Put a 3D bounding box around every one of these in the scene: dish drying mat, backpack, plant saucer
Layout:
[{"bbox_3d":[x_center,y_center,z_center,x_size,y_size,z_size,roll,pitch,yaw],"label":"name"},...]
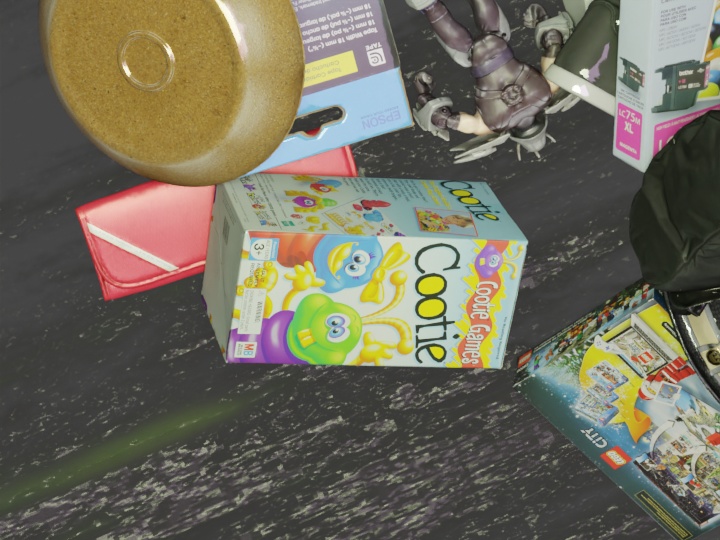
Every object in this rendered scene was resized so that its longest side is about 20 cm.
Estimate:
[{"bbox_3d":[-0.097,-0.041,1.421,0.200,0.018,0.077,-18,108,-6],"label":"dish drying mat"},{"bbox_3d":[0.294,-0.054,1.316,0.200,0.167,0.127,-4,70,-26],"label":"backpack"},{"bbox_3d":[-0.134,-0.143,1.319,0.200,0.035,0.200,10,117,20],"label":"plant saucer"}]

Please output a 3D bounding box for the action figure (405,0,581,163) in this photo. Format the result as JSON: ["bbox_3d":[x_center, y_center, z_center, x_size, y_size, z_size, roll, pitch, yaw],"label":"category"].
[{"bbox_3d":[0.085,-0.161,1.402,0.130,0.069,0.200,-35,114,-8],"label":"action figure"}]

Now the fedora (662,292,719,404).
[{"bbox_3d":[0.306,0.020,1.433,0.201,0.201,0.092,43,135,-19],"label":"fedora"}]

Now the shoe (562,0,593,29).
[{"bbox_3d":[0.179,-0.264,1.388,0.091,0.071,0.200,-14,108,-9],"label":"shoe"}]

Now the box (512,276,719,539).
[{"bbox_3d":[0.231,0.106,1.490,0.137,0.038,0.200,-35,113,31],"label":"box"}]

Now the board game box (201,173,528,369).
[{"bbox_3d":[0.000,0.000,1.394,0.200,0.105,0.103,2,116,-16],"label":"board game box"}]

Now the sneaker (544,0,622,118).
[{"bbox_3d":[0.218,-0.146,1.397,0.200,0.071,0.099,17,105,-47],"label":"sneaker"}]

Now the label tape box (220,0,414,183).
[{"bbox_3d":[-0.059,-0.179,1.366,0.144,0.063,0.200,-17,108,-5],"label":"label tape box"}]

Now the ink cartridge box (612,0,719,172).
[{"bbox_3d":[0.227,-0.173,1.320,0.119,0.042,0.200,-19,123,-28],"label":"ink cartridge box"}]
